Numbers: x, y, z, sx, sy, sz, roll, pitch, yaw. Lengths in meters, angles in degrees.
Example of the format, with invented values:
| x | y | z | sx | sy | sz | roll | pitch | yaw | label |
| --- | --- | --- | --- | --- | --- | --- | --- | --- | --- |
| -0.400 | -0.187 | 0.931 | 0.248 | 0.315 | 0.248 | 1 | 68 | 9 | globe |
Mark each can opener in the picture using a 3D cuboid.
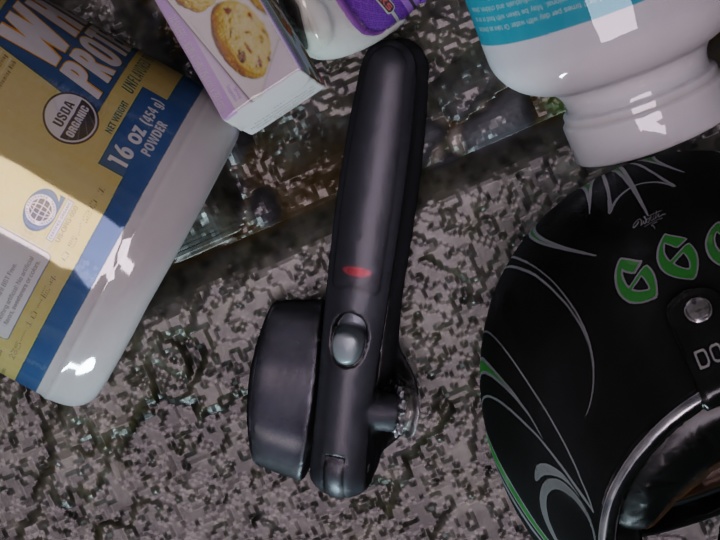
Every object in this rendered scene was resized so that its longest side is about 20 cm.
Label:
| x | y | z | sx | sy | sz | roll | pitch | yaw | label |
| --- | --- | --- | --- | --- | --- | --- | --- | --- | --- |
| 0.000 | 0.000 | 1.214 | 0.078 | 0.063 | 0.201 | 11 | 104 | 1 | can opener |

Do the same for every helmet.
| x | y | z | sx | sy | sz | roll | pitch | yaw | label |
| --- | --- | --- | --- | --- | --- | --- | --- | --- | --- |
| 0.139 | 0.049 | 1.147 | 0.199 | 0.191 | 0.201 | -6 | 124 | -10 | helmet |

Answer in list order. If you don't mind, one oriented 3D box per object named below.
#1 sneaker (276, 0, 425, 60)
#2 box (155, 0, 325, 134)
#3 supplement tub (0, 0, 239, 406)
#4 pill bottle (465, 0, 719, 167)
| x | y | z | sx | sy | sz | roll | pitch | yaw | label |
| --- | --- | --- | --- | --- | --- | --- | --- | --- | --- |
| -0.030 | -0.189 | 1.179 | 0.083 | 0.081 | 0.201 | -26 | 102 | -16 | sneaker |
| -0.082 | -0.149 | 1.159 | 0.041 | 0.039 | 0.200 | -31 | 76 | 9 | box |
| -0.166 | -0.050 | 1.169 | 0.199 | 0.145 | 0.145 | 29 | 103 | -4 | supplement tub |
| 0.086 | -0.147 | 1.152 | 0.110 | 0.111 | 0.201 | -19 | 101 | 7 | pill bottle |
